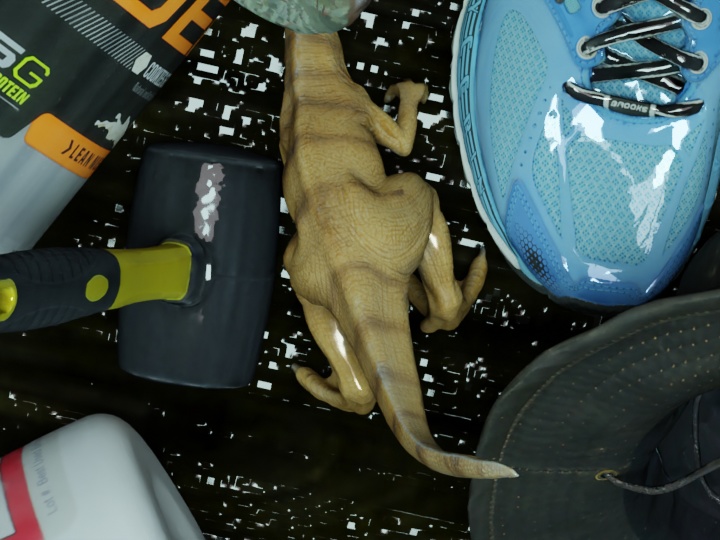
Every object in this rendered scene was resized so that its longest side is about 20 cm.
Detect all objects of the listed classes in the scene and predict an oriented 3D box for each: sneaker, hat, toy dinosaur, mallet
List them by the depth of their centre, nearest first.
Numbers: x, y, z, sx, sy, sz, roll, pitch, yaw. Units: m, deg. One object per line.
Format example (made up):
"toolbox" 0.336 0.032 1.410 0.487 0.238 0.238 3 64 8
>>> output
"mallet" -0.060 -0.008 0.701 0.041 0.200 0.066 9 87 13
"toy dinosaur" 0.000 0.000 0.739 0.060 0.106 0.200 -18 56 4
"sneaker" 0.069 -0.087 0.750 0.078 0.090 0.201 5 94 -3
"hat" 0.118 0.036 0.751 0.200 0.201 0.081 5 52 -3

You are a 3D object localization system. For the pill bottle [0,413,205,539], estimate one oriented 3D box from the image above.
"pill bottle" -0.127 0.128 0.748 0.200 0.112 0.112 -27 95 0

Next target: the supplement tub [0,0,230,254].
"supplement tub" -0.082 -0.103 0.727 0.122 0.123 0.200 38 93 -5

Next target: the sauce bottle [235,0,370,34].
"sauce bottle" 0.032 -0.141 0.677 0.065 0.065 0.200 44 65 -5
